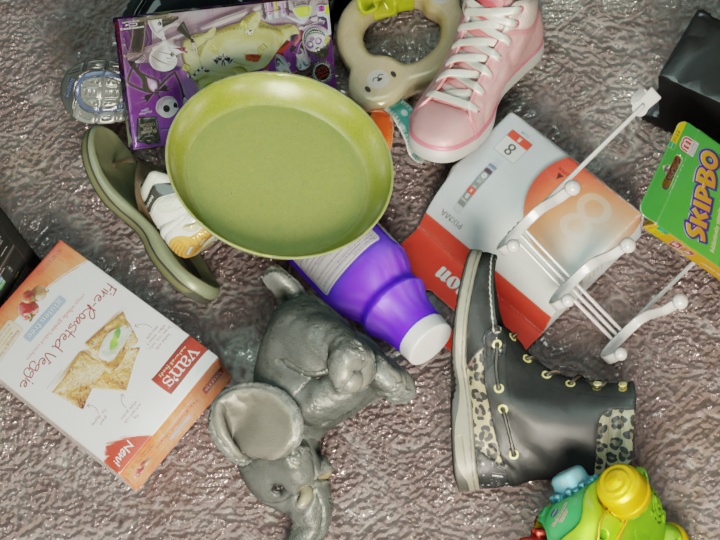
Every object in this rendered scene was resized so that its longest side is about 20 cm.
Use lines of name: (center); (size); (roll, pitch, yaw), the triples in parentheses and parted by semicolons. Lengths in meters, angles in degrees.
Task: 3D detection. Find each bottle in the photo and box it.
bottle: (0.000, 0.000, 1.463); (0.084, 0.065, 0.200); (-48, 62, 6)

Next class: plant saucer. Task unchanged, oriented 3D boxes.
plant saucer: (-0.071, -0.086, 1.443); (0.199, 0.031, 0.200); (6, 55, -9)

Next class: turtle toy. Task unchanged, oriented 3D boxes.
turtle toy: (0.171, 0.238, 1.304); (0.101, 0.146, 0.200); (17, 67, 40)

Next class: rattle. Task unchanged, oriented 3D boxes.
rattle: (0.032, -0.209, 1.525); (0.130, 0.143, 0.200); (20, 63, -3)

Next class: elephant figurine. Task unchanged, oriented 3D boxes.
elephant figurine: (-0.061, 0.132, 1.396); (0.200, 0.141, 0.155); (-51, 38, 3)

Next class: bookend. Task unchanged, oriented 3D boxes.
bookend: (0.346, -0.169, 1.414); (0.200, 0.199, 0.092); (27, 75, 21)

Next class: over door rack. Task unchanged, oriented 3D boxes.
over door rack: (0.232, -0.041, 1.401); (0.148, 0.067, 0.200); (45, 80, -11)

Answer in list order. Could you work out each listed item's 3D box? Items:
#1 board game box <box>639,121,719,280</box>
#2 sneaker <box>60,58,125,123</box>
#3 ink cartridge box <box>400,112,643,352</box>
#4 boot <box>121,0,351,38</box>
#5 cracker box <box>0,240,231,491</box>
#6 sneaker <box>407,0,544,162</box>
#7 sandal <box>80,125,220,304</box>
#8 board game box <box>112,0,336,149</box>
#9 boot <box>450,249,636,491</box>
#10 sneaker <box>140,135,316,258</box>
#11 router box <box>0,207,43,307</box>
board game box: (0.323, -0.034, 1.395); (0.200, 0.030, 0.096); (33, 71, -17)
sneaker: (-0.182, -0.173, 1.574); (0.199, 0.087, 0.075); (5, 99, -9)
ink cartridge box: (0.125, -0.024, 1.470); (0.200, 0.050, 0.162); (-43, 66, -14)
boot: (-0.115, -0.250, 1.598); (0.168, 0.076, 0.200); (30, 68, 25)
cracker box: (-0.234, 0.083, 1.478); (0.200, 0.058, 0.134); (34, 75, 21)
sneaker: (0.102, -0.192, 1.492); (0.075, 0.105, 0.200); (22, 54, 24)
sandal: (-0.182, -0.058, 1.519); (0.057, 0.080, 0.201); (-45, 73, 19)
board game box: (-0.121, -0.183, 1.524); (0.199, 0.032, 0.120); (-10, 107, -18)
boot: (0.153, 0.085, 1.393); (0.153, 0.073, 0.204); (1, 83, 8)
sneaker: (-0.110, -0.096, 1.492); (0.200, 0.076, 0.088); (-35, 83, -35)
router box: (-0.376, 0.033, 1.474); (0.062, 0.150, 0.200); (22, 71, 18)
